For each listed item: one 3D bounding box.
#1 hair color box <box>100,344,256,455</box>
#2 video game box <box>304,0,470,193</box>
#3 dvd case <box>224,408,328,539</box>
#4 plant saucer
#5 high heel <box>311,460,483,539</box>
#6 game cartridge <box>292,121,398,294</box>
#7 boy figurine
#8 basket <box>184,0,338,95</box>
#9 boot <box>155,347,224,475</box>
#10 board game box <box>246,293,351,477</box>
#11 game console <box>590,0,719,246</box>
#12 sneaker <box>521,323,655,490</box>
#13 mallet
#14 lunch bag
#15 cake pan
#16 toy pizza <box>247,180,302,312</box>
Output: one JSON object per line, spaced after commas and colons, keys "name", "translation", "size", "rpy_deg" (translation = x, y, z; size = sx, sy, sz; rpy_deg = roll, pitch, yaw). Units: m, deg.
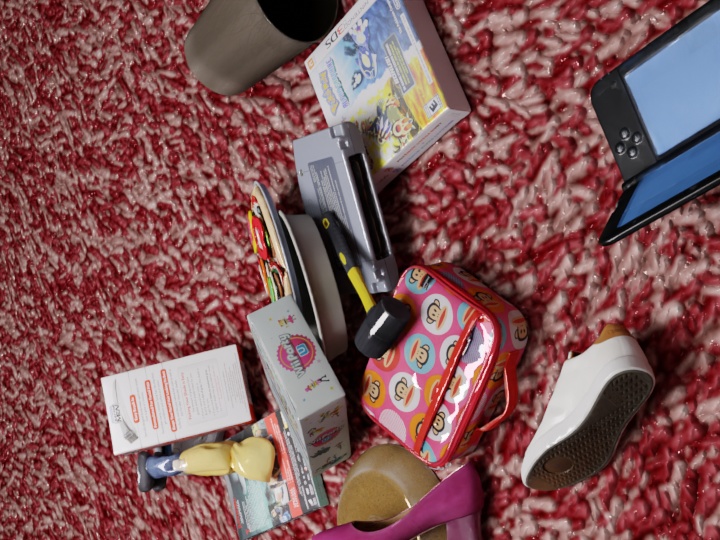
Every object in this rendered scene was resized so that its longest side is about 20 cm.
{"name": "hair color box", "translation": [-0.257, 0.185, 1.332], "size": [0.064, 0.197, 0.112], "rpy_deg": [89, 168, -78]}
{"name": "video game box", "translation": [0.025, -0.223, 1.121], "size": [0.182, 0.046, 0.202], "rpy_deg": [-40, 63, 43]}
{"name": "dvd case", "translation": [-0.128, 0.284, 1.315], "size": [0.199, 0.022, 0.148], "rpy_deg": [-35, 66, 41]}
{"name": "plant saucer", "translation": [0.031, 0.314, 1.133], "size": [0.199, 0.035, 0.203], "rpy_deg": [2, 93, 47]}
{"name": "high heel", "translation": [0.039, 0.266, 1.048], "size": [0.197, 0.067, 0.098], "rpy_deg": [-6, 91, 3]}
{"name": "game cartridge", "translation": [-0.022, -0.071, 1.135], "size": [0.133, 0.041, 0.203], "rpy_deg": [0, 107, 63]}
{"name": "boy figurine", "translation": [-0.207, 0.270, 1.307], "size": [0.197, 0.124, 0.065], "rpy_deg": [-7, 76, 15]}
{"name": "basket", "translation": [-0.139, -0.329, 1.236], "size": [0.199, 0.135, 0.183], "rpy_deg": [-28, 54, 48]}
{"name": "boot", "translation": [-0.249, 0.214, 1.388], "size": [0.073, 0.095, 0.203], "rpy_deg": [23, 107, 44]}
{"name": "board game box", "translation": [-0.071, 0.145, 1.143], "size": [0.148, 0.064, 0.201], "rpy_deg": [59, 168, 27]}
{"name": "game console", "translation": [0.277, -0.139, 0.800], "size": [0.199, 0.115, 0.178], "rpy_deg": [-33, 67, 42]}
{"name": "sneaker", "translation": [0.218, 0.135, 0.920], "size": [0.085, 0.072, 0.201], "rpy_deg": [-93, 25, -50]}
{"name": "mallet", "translation": [0.000, 0.000, 1.054], "size": [0.066, 0.041, 0.202], "rpy_deg": [-47, 49, 35]}
{"name": "lunch bag", "translation": [0.097, 0.109, 1.031], "size": [0.176, 0.081, 0.202], "rpy_deg": [36, 116, 35]}
{"name": "cake pan", "translation": [-0.058, 0.020, 1.152], "size": [0.200, 0.036, 0.203], "rpy_deg": [164, 90, -81]}
{"name": "toy pizza", "translation": [-0.117, -0.016, 1.214], "size": [0.200, 0.031, 0.203], "rpy_deg": [164, 90, -79]}
